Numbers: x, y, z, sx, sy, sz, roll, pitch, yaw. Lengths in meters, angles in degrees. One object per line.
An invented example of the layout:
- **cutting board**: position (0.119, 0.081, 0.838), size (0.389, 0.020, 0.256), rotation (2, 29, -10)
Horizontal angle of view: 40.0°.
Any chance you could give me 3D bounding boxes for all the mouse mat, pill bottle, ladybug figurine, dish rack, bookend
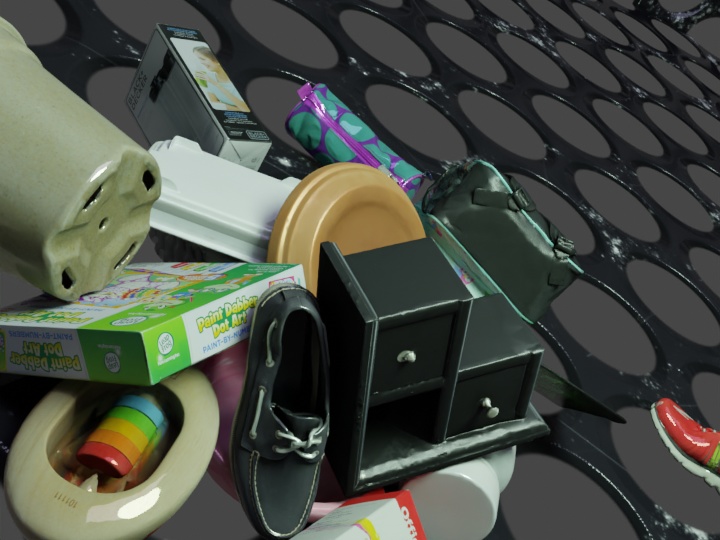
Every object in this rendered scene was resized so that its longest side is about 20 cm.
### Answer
- **mouse mat**: position (0.189, 0.115, 1.079), size (0.160, 0.008, 0.200), rotation (33, -6, -7)
- **pill bottle**: position (0.092, 0.159, 0.941), size (0.114, 0.115, 0.201), rotation (31, 31, -7)
- **ladybug figurine**: position (-0.179, 0.137, 0.732), size (0.135, 0.072, 0.200), rotation (23, 38, 10)
- **dish rack**: position (-0.126, -0.070, 0.952), size (0.198, 0.044, 0.172), rotation (19, 24, -6)
- **bookend**: position (0.067, 0.063, 0.802), size (0.198, 0.200, 0.092), rotation (-12, 44, -21)

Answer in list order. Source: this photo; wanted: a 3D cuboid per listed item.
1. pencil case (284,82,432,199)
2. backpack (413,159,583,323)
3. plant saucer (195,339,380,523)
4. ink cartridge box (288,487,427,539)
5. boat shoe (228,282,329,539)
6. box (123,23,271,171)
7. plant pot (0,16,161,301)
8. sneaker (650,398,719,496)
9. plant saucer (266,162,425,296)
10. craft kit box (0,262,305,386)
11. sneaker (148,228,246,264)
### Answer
- **pencil case**: position (-0.007, -0.153, 1.284), size (0.200, 0.085, 0.093), rotation (43, -11, 14)
- **backpack**: position (0.133, -0.028, 1.085), size (0.176, 0.153, 0.200), rotation (43, 10, -9)
- **plant saucer**: position (-0.071, 0.141, 0.870), size (0.199, 0.051, 0.201), rotation (25, 32, -17)
- **ink cartridge box**: position (0.001, 0.244, 0.746), size (0.199, 0.067, 0.117), rotation (-20, 89, -53)
- **boat shoe**: position (-0.057, 0.113, 0.743), size (0.072, 0.203, 0.063), rotation (2, 6, -16)
- **box**: position (-0.187, -0.167, 1.107), size (0.060, 0.117, 0.201), rotation (-2, 49, -42)
- **plant pot**: position (-0.269, -0.077, 0.791), size (0.182, 0.202, 0.200), rotation (29, 30, 14)
- **sneaker**: position (0.455, 0.221, 1.236), size (0.200, 0.085, 0.077), rotation (41, 31, 8)
- **plant saucer**: position (0.000, 0.000, 0.919), size (0.199, 0.037, 0.203), rotation (0, 90, -44)
- **craft kit box**: position (-0.177, 0.036, 0.799), size (0.198, 0.049, 0.197), rotation (0, 17, 32)
- **sneaker**: position (-0.128, -0.014, 0.979), size (0.199, 0.075, 0.082), rotation (38, 47, 9)
